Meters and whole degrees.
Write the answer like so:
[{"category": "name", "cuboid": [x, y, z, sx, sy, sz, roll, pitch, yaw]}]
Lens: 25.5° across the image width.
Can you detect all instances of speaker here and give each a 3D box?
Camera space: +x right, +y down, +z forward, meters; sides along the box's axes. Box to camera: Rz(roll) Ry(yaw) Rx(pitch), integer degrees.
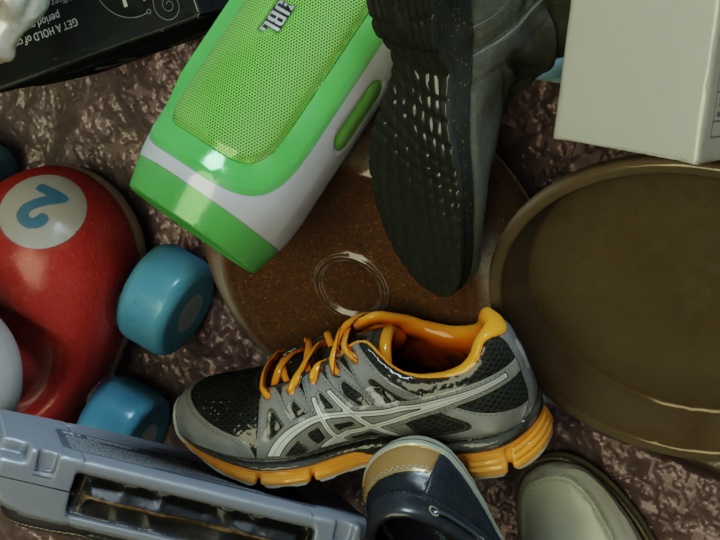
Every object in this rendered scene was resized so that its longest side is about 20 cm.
[{"category": "speaker", "cuboid": [-0.025, -0.103, 0.756, 0.088, 0.088, 0.201, 32, 86, 14]}]

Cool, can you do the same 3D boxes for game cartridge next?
[{"category": "game cartridge", "cuboid": [-0.097, 0.117, 0.829, 0.198, 0.133, 0.042, 16, 85, -15]}]

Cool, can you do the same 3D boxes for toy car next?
[{"category": "toy car", "cuboid": [-0.217, 0.037, 0.892, 0.183, 0.200, 0.179, 28, 111, 16]}]

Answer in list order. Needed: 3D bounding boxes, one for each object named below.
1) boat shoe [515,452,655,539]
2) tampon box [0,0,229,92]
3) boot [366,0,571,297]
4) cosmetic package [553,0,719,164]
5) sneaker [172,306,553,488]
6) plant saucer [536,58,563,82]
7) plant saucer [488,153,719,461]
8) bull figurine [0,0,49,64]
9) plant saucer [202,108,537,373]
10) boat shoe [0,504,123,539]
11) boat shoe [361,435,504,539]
[{"category": "boat shoe", "cuboid": [0.128, 0.198, 0.843, 0.074, 0.068, 0.202, -19, 93, 26]}, {"category": "tampon box", "cuboid": [-0.142, -0.214, 0.843, 0.148, 0.126, 0.203, -14, 96, 27]}, {"category": "boot", "cuboid": [0.072, -0.092, 0.737, 0.068, 0.130, 0.202, 33, 136, 45]}, {"category": "cosmetic package", "cuboid": [0.147, -0.153, 0.686, 0.072, 0.103, 0.203, 14, 103, 31]}, {"category": "sneaker", "cuboid": [-0.003, 0.058, 0.812, 0.197, 0.079, 0.078, -5, 122, 13]}, {"category": "plant saucer", "cuboid": [0.108, -0.196, 0.782, 0.198, 0.039, 0.204, 6, 105, 23]}, {"category": "plant saucer", "cuboid": [0.160, 0.017, 0.765, 0.197, 0.030, 0.202, 13, 138, 12]}, {"category": "bull figurine", "cuboid": [-0.222, -0.185, 0.779, 0.121, 0.065, 0.202, -25, 91, 30]}, {"category": "plant saucer", "cuboid": [0.000, 0.000, 0.838, 0.198, 0.037, 0.202, 11, 127, 15]}, {"category": "boat shoe", "cuboid": [-0.131, 0.162, 0.953, 0.197, 0.073, 0.064, 6, 101, 18]}, {"category": "boat shoe", "cuboid": [0.063, 0.174, 0.778, 0.074, 0.062, 0.201, -27, 107, 23]}]
